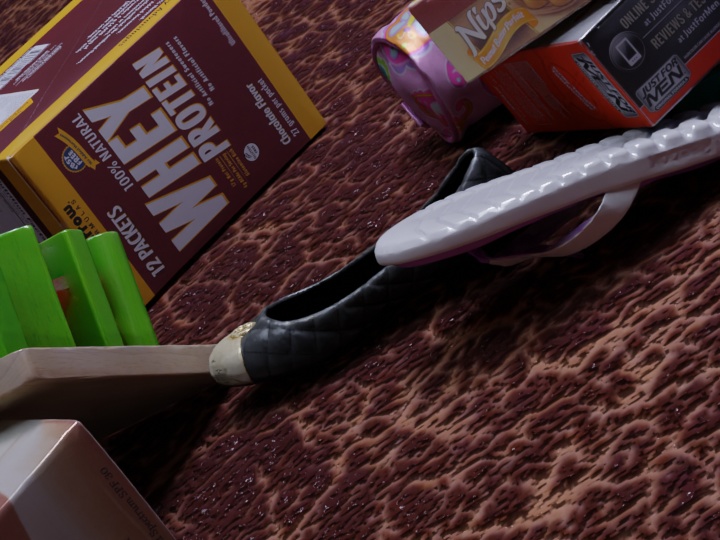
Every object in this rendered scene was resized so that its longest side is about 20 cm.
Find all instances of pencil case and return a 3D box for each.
[{"bbox_3d":[0.102,-0.164,1.380,0.200,0.088,0.087,-40,22,-11],"label":"pencil case"}]

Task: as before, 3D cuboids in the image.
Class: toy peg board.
[{"bbox_3d":[-0.211,0.052,1.257,0.198,0.098,0.200,-26,-13,24],"label":"toy peg board"}]

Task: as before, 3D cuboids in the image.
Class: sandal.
[{"bbox_3d":[0.105,-0.029,1.138,0.202,0.050,0.082,-20,8,6],"label":"sandal"}]

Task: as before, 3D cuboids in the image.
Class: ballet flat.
[{"bbox_3d":[0.000,0.000,1.229,0.199,0.057,0.067,-32,21,13],"label":"ballet flat"}]

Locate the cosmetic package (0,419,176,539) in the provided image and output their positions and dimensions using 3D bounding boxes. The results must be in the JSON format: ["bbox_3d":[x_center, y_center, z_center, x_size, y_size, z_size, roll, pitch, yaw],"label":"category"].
[{"bbox_3d":[-0.188,0.174,1.103,0.087,0.104,0.200,-5,39,50],"label":"cosmetic package"}]

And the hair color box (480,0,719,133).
[{"bbox_3d":[0.135,-0.127,1.224,0.101,0.061,0.200,-44,10,-8],"label":"hair color box"}]

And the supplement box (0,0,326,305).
[{"bbox_3d":[-0.171,-0.083,1.553,0.197,0.133,0.200,-46,24,-24],"label":"supplement box"}]

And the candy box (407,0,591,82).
[{"bbox_3d":[0.115,-0.190,1.224,0.115,0.055,0.200,-33,14,39],"label":"candy box"}]

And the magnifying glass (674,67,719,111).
[{"bbox_3d":[0.214,-0.152,1.266,0.079,0.022,0.200,-20,29,39],"label":"magnifying glass"}]
